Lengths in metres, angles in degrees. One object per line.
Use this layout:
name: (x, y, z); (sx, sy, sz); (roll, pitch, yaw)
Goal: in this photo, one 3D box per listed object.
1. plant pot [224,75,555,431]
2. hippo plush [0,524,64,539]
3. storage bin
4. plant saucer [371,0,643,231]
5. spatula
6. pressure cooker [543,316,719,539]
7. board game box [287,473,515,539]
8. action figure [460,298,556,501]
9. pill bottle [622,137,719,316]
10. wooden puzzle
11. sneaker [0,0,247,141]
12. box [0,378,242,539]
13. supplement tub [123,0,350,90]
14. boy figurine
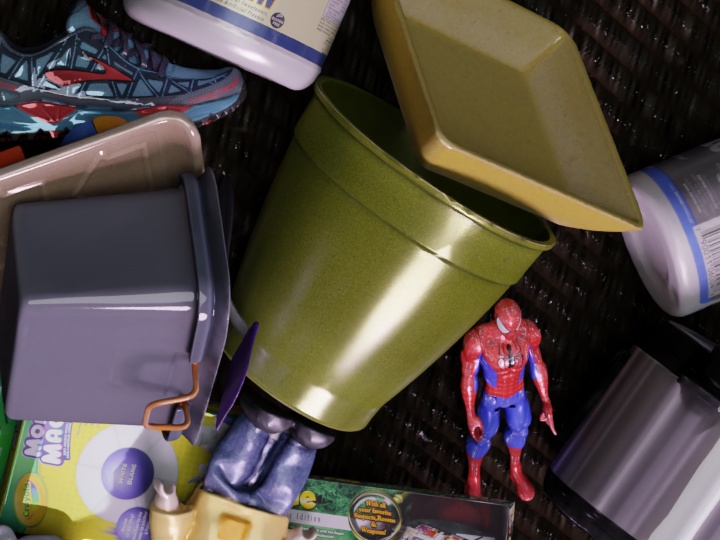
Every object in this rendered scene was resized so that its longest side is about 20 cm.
plant pot: (0.000, 0.000, 1.564); (0.200, 0.200, 0.193); (31, 104, -18)
hippo plush: (-0.258, 0.257, 1.547); (0.159, 0.200, 0.162); (13, 80, -9)
storage bin: (-0.170, 0.037, 1.498); (0.134, 0.200, 0.146); (-2, 58, -14)
plant saucer: (0.089, -0.117, 1.548); (0.199, 0.201, 0.048); (21, 129, -38)
spatula: (-0.089, 0.013, 1.520); (0.020, 0.201, 0.057); (9, 141, -22)
pressure cooker: (0.254, 0.130, 1.648); (0.178, 0.176, 0.200); (33, 95, -21)
board game box: (0.010, 0.204, 1.602); (0.199, 0.023, 0.105); (6, 94, 20)
action figure: (0.104, 0.096, 1.622); (0.065, 0.052, 0.201); (-10, 132, -8)
pill bottle: (0.301, -0.052, 1.658); (0.199, 0.114, 0.114); (-22, 105, -10)
wooden puzzle: (-0.205, -0.039, 1.522); (0.199, 0.185, 0.046); (-17, 62, -9)
sneaker: (-0.175, -0.139, 1.537); (0.199, 0.079, 0.096); (-4, 98, -15)
box: (-0.180, 0.139, 1.606); (0.199, 0.048, 0.118); (13, 97, -15)
supplement tub: (-0.061, -0.238, 1.512); (0.145, 0.145, 0.201); (22, 93, -17)
boy figurine: (-0.097, 0.187, 1.580); (0.124, 0.064, 0.201); (26, 92, -19)
